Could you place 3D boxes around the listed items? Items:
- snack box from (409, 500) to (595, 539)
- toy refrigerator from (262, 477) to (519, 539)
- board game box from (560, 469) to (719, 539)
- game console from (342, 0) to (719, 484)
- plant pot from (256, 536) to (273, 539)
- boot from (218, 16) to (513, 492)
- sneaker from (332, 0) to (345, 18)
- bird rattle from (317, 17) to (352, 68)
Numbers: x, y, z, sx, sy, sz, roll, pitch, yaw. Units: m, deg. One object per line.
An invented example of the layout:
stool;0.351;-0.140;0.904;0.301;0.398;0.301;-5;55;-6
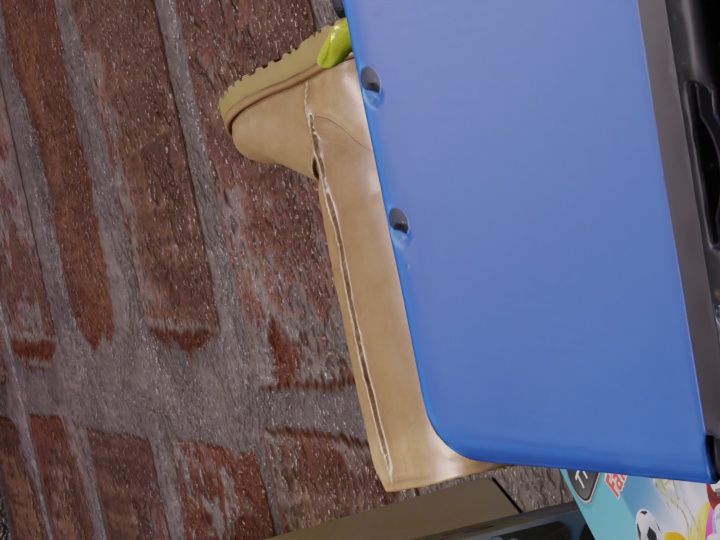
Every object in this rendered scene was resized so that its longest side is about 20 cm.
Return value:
snack box;0.035;0.133;0.879;0.116;0.199;0.037;151;107;-70
toy refrigerator;-0.011;0.174;1.035;0.070;0.199;0.076;-132;33;-54
board game box;0.137;0.091;0.725;0.151;0.047;0.201;101;149;-51
game console;0.101;-0.046;0.604;0.118;0.170;0.201;-151;46;-64
plant pot;-0.128;0.298;1.477;0.177;0.199;0.201;-169;67;-81
boot;0.000;0.000;0.915;0.175;0.066;0.201;154;103;-70
sneaker;-0.015;-0.179;1.013;0.200;0.073;0.113;-159;59;-66
bird rattle;0.034;-0.152;0.698;0.200;0.112;0.164;82;-175;-65
